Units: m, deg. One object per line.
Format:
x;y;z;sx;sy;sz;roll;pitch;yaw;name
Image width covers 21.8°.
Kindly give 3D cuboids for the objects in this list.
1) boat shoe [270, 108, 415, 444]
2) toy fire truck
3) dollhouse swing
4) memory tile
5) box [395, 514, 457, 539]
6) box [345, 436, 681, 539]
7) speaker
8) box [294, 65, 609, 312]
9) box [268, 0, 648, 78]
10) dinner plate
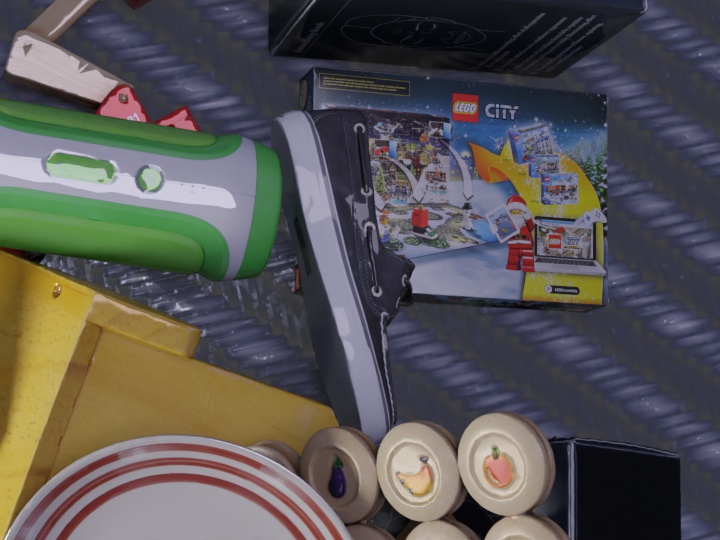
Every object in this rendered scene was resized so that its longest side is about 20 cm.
0.000;0.000;1.097;0.066;0.070;0.202;-12;80;-15;boat shoe
-0.164;-0.103;1.109;0.199;0.049;0.142;-31;90;-18;toy fire truck
-0.139;0.118;1.043;0.175;0.181;0.202;21;89;-40;dollhouse swing
0.021;0.151;0.935;0.017;0.198;0.155;-14;93;-53;memory tile
0.041;0.247;0.955;0.021;0.164;0.201;14;32;-48;box
0.067;0.199;1.035;0.123;0.195;0.203;13;75;-51;box
-0.147;-0.046;1.033;0.198;0.088;0.090;9;78;-15;speaker
0.059;-0.049;1.173;0.198;0.038;0.138;4;80;-16;box
0.055;-0.194;1.139;0.198;0.148;0.108;3;79;-17;box
-0.090;0.179;0.949;0.198;0.024;0.203;0;102;2;dinner plate
